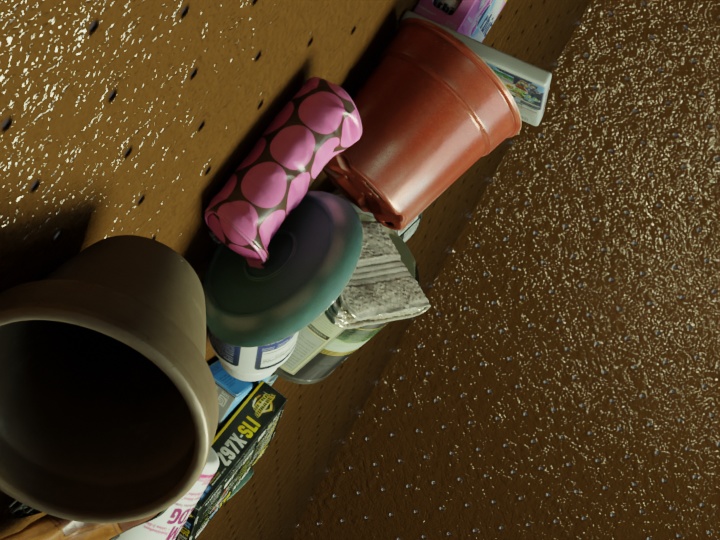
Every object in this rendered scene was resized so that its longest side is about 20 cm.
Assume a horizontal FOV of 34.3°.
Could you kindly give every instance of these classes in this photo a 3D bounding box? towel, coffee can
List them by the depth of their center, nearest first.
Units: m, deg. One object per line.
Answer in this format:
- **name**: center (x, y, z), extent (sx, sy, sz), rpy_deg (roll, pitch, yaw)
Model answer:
- **towel**: center (0.000, 0.000, 1.361), extent (0.034, 0.133, 0.200), rpy_deg (-37, 165, 29)
- **coffee can**: center (-0.039, 0.038, 1.505), extent (0.200, 0.146, 0.146), rpy_deg (-43, -176, 43)

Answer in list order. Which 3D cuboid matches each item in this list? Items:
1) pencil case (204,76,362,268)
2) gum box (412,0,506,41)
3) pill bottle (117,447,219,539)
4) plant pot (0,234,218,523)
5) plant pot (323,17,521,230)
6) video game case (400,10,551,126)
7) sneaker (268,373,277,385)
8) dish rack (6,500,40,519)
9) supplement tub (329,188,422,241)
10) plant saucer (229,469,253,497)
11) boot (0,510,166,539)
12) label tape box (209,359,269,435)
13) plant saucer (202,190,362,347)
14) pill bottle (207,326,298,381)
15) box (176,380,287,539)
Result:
- **pencil case**: center (-0.076, -0.101, 1.208), extent (0.200, 0.091, 0.094), rpy_deg (-53, 130, -17)
- **gum box**: center (0.139, -0.359, 1.547), extent (0.114, 0.066, 0.200), rpy_deg (-58, 171, 8)
- **pill bottle**: center (-0.264, 0.284, 1.391), extent (0.200, 0.113, 0.113), rpy_deg (-59, 171, 6)
- **plant pot**: center (-0.196, 0.064, 0.898), extent (0.175, 0.199, 0.201), rpy_deg (-79, -167, -57)
- **plant pot**: center (0.058, -0.168, 1.426), extent (0.195, 0.201, 0.201), rpy_deg (-47, 169, -10)
- **video game case**: center (0.149, -0.260, 1.515), extent (0.023, 0.199, 0.182), rpy_deg (-63, 171, -6)
- **sneaker**: center (-0.145, 0.130, 1.698), extent (0.200, 0.078, 0.086), rpy_deg (-53, -176, 10)
- **dish rack**: center (-0.264, 0.170, 1.158), extent (0.200, 0.055, 0.153), rpy_deg (-39, 169, 1)
- **supplement tub**: center (0.012, -0.075, 1.641), extent (0.123, 0.122, 0.200), rpy_deg (-63, 170, 30)
- **plant saucer**: center (-0.249, 0.340, 1.716), extent (0.200, 0.036, 0.200), rpy_deg (-35, -176, 2)
- **boot**: center (-0.285, 0.233, 1.102), extent (0.188, 0.069, 0.200), rpy_deg (-34, 166, 29)
- **label tape box**: center (-0.210, 0.211, 1.596), extent (0.200, 0.063, 0.144), rpy_deg (-58, 171, 19)
- **plant saucer**: center (-0.090, -0.010, 1.227), extent (0.200, 0.200, 0.027), rpy_deg (-55, 133, -18)
- **pill bottle**: center (-0.125, 0.054, 1.381), extent (0.111, 0.111, 0.200), rpy_deg (-53, 170, -29)
- **box**: center (-0.182, 0.261, 1.557), extent (0.200, 0.049, 0.160), rpy_deg (-51, 172, -33)
